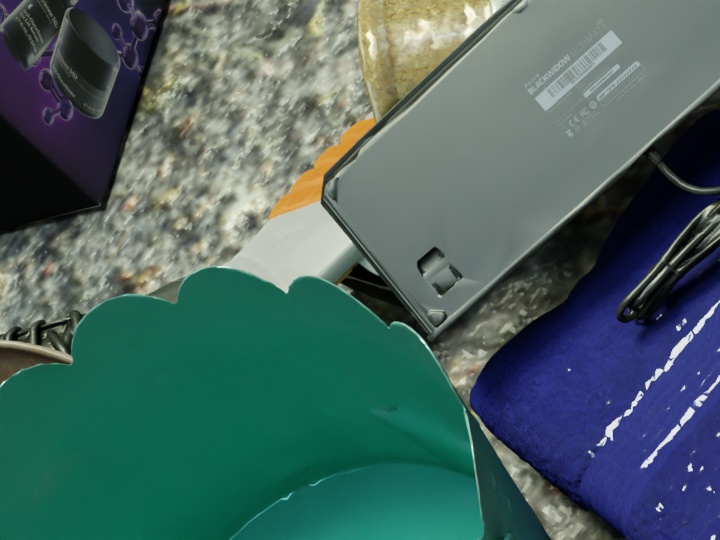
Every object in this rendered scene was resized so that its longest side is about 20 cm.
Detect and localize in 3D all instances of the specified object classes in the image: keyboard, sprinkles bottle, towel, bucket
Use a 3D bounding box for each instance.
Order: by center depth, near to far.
[{"bbox_3d":[-0.030,0.115,0.697,0.206,0.135,0.208,-15,54,22],"label":"bucket"},{"bbox_3d":[0.140,0.042,0.707,0.148,0.050,0.200,-49,40,0],"label":"towel"},{"bbox_3d":[0.092,-0.049,0.734,0.200,0.021,0.127,-42,70,9],"label":"keyboard"},{"bbox_3d":[0.101,-0.088,0.783,0.199,0.068,0.069,-11,49,9],"label":"sprinkles bottle"}]

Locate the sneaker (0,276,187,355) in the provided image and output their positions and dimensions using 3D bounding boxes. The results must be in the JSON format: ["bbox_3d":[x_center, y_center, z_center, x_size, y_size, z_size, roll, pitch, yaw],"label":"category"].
[{"bbox_3d":[-0.141,0.059,0.895,0.199,0.079,0.076,-33,41,11],"label":"sneaker"}]

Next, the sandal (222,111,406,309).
[{"bbox_3d":[-0.005,-0.001,0.844,0.207,0.059,0.079,-43,27,-18],"label":"sandal"}]

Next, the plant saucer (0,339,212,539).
[{"bbox_3d":[-0.151,0.127,0.829,0.199,0.037,0.202,-2,70,6],"label":"plant saucer"}]

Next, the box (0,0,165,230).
[{"bbox_3d":[-0.190,-0.135,0.996,0.078,0.200,0.142,-12,51,32],"label":"box"}]
